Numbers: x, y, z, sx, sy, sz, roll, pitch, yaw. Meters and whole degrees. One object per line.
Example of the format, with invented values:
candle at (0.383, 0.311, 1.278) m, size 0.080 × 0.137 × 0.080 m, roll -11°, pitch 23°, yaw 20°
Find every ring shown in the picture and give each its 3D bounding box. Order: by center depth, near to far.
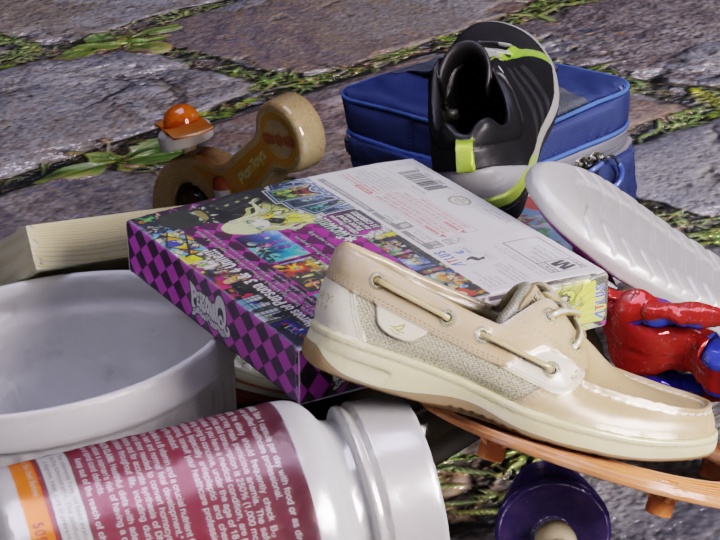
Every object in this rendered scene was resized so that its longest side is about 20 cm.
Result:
ring at (0.121, 0.089, 1.234) m, size 0.200 × 0.019 × 0.200 m, roll 16°, pitch 6°, yaw -2°

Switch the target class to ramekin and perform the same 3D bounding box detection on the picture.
ramekin at (-0.158, 0.084, 1.338) m, size 0.200 × 0.105 × 0.200 m, roll -7°, pitch 20°, yaw 2°

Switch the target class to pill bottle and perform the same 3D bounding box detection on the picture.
pill bottle at (-0.067, 0.125, 1.177) m, size 0.199 × 0.115 × 0.114 m, roll -13°, pitch 21°, yaw -11°

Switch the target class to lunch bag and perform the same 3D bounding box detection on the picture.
lunch bag at (0.085, -0.072, 1.621) m, size 0.136 × 0.133 × 0.200 m, roll -23°, pitch 25°, yaw -35°

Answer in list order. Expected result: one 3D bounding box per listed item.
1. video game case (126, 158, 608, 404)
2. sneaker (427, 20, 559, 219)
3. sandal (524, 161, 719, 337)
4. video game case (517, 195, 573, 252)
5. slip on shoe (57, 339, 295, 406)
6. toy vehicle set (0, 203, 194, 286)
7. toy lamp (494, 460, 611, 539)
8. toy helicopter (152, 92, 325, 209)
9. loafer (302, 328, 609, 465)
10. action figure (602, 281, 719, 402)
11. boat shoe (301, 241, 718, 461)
video game case at (0.000, 0.000, 1.322) m, size 0.181 × 0.036 × 0.200 m, roll -13°, pitch 26°, yaw -27°
sneaker at (0.077, -0.105, 1.479) m, size 0.071 × 0.083 × 0.200 m, roll -5°, pitch 36°, yaw 8°
sandal at (0.162, 0.011, 1.373) m, size 0.202 × 0.050 × 0.083 m, roll 30°, pitch 25°, yaw -24°
video game case at (0.060, -0.006, 1.421) m, size 0.143 × 0.018 × 0.200 m, roll 2°, pitch 19°, yaw 12°
slip on shoe at (-0.091, 0.052, 1.462) m, size 0.199 × 0.061 × 0.074 m, roll 5°, pitch 43°, yaw 2°
toy vehicle set at (-0.188, 0.007, 1.511) m, size 0.124 × 0.027 × 0.200 m, roll -8°, pitch -11°, yaw -37°
toy lamp at (0.092, 0.143, 1.152) m, size 0.058 × 0.058 × 0.200 m, roll -8°, pitch 20°, yaw 1°
toy helicopter at (-0.077, -0.060, 1.563) m, size 0.079 × 0.132 × 0.200 m, roll -23°, pitch -11°, yaw -34°
loafer at (0.043, 0.056, 1.380) m, size 0.200 × 0.072 × 0.073 m, roll -18°, pitch 22°, yaw -26°
action figure at (0.190, 0.051, 1.276) m, size 0.200 × 0.066 × 0.052 m, roll 27°, pitch 54°, yaw 28°
boat shoe at (0.076, 0.038, 1.182) m, size 0.199 × 0.065 × 0.072 m, roll 16°, pitch 7°, yaw -2°
